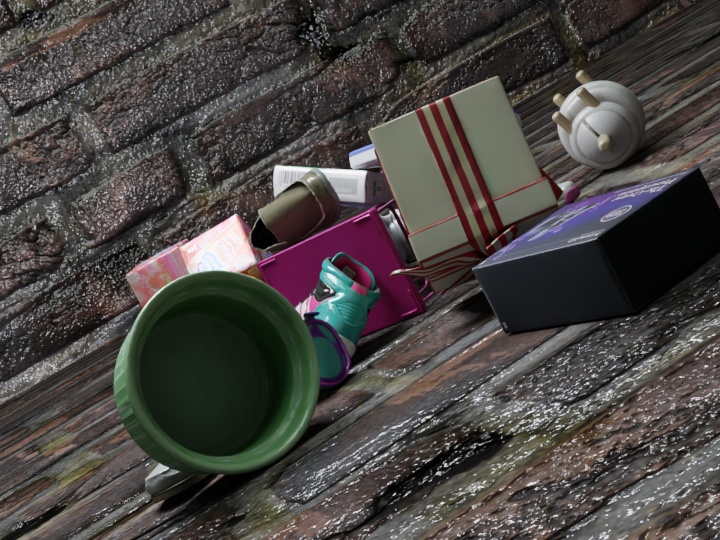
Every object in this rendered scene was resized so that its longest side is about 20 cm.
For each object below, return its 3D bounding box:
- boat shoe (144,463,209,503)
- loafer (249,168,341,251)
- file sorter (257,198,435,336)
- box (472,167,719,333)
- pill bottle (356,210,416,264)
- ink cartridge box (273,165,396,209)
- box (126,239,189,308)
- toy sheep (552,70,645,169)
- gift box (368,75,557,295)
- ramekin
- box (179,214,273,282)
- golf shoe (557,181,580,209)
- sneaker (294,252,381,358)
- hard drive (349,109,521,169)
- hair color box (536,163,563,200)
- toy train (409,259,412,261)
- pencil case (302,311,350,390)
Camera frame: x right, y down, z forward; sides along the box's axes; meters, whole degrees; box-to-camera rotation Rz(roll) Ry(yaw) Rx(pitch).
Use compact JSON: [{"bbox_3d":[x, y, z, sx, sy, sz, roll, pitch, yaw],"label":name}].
[{"bbox_3d":[-0.174,0.177,1.436,0.074,0.069,0.200,-25,8,29],"label":"boat shoe"},{"bbox_3d":[-0.088,-0.067,1.753,0.069,0.075,0.200,-32,-5,-31],"label":"loafer"},{"bbox_3d":[0.000,0.000,1.738,0.199,0.140,0.125,-24,7,36],"label":"file sorter"},{"bbox_3d":[0.219,-0.015,1.245,0.141,0.079,0.200,-35,9,-28],"label":"box"},{"bbox_3d":[-0.001,-0.018,1.980,0.199,0.113,0.112,-28,7,5],"label":"pill bottle"},{"bbox_3d":[0.003,-0.110,1.850,0.160,0.051,0.199,6,3,37],"label":"ink cartridge box"},{"bbox_3d":[-0.259,0.065,2.029,0.094,0.201,0.103,-28,6,5],"label":"box"},{"bbox_3d":[0.341,-0.208,1.924,0.137,0.138,0.200,-25,18,23],"label":"toy sheep"},{"bbox_3d":[0.110,-0.074,1.511,0.199,0.188,0.185,-25,-15,8],"label":"gift box"},{"bbox_3d":[-0.149,0.108,1.343,0.199,0.201,0.098,-32,0,-30],"label":"ramekin"},{"bbox_3d":[-0.169,0.020,1.980,0.102,0.095,0.200,-30,-32,6],"label":"box"},{"bbox_3d":[0.197,-0.090,1.799,0.199,0.092,0.075,-22,7,37],"label":"golf shoe"},{"bbox_3d":[-0.039,0.039,1.652,0.121,0.083,0.200,-63,22,-10],"label":"sneaker"},{"bbox_3d":[0.091,-0.163,1.694,0.131,0.026,0.200,-11,-1,-31],"label":"hard drive"},{"bbox_3d":[0.153,-0.090,1.721,0.111,0.064,0.200,-54,29,-9],"label":"hair color box"},{"bbox_3d":[0.025,-0.007,2.106,0.199,0.042,0.056,-29,-3,-4],"label":"toy train"},{"bbox_3d":[-0.106,0.115,1.545,0.092,0.086,0.199,6,-21,-43],"label":"pencil case"}]
